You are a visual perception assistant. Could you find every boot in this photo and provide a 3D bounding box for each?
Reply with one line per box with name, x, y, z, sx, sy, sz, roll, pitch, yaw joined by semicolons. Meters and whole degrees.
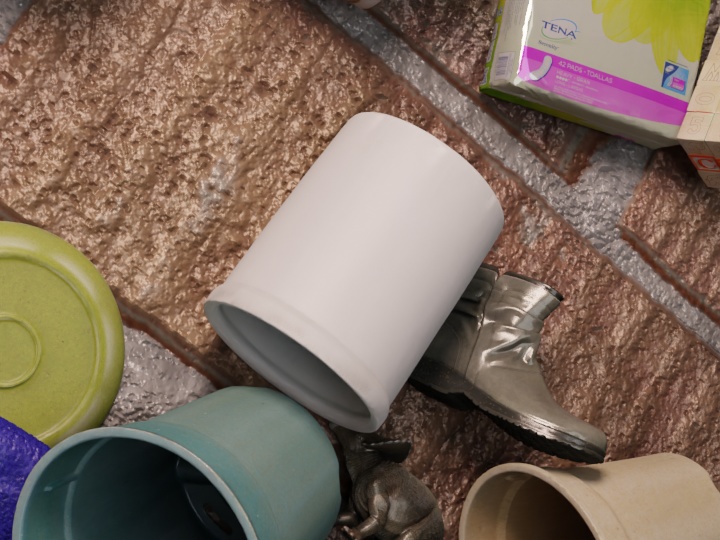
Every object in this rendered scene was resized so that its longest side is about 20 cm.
boot;0.138;0.069;1.212;0.131;0.199;0.068;-60;153;-11

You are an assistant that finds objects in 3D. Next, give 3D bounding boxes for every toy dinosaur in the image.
toy dinosaur;0.031;0.209;1.206;0.102;0.077;0.201;-37;102;-20

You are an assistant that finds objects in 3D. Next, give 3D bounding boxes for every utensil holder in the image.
utensil holder;0.000;0.000;1.155;0.170;0.170;0.201;42;72;-16

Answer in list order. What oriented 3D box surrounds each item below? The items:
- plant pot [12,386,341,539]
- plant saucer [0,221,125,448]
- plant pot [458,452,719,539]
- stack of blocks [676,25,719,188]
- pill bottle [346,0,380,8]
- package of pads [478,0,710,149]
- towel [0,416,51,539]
plant pot;-0.116;0.181;1.058;0.196;0.199;0.202;-31;103;-65
plant saucer;-0.275;0.062;1.107;0.198;0.031;0.202;1;87;-23
plant pot;0.217;0.243;1.237;0.182;0.200;0.202;-11;92;-34
stack of blocks;0.372;-0.175;1.348;0.115;0.058;0.201;43;65;-45
pill bottle;-0.051;-0.308;1.176;0.199;0.111;0.112;28;77;-20
package of pads;0.217;-0.212;1.309;0.199;0.068;0.156;14;83;-23
towel;-0.310;0.165;1.057;0.199;0.050;0.148;37;92;-20
